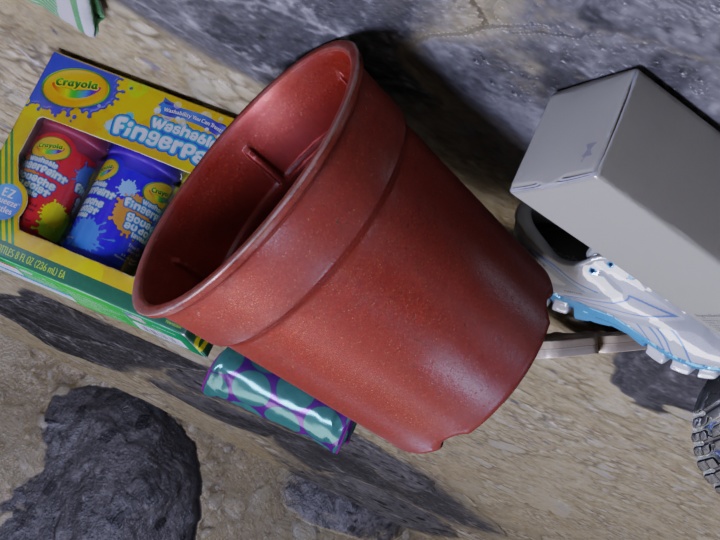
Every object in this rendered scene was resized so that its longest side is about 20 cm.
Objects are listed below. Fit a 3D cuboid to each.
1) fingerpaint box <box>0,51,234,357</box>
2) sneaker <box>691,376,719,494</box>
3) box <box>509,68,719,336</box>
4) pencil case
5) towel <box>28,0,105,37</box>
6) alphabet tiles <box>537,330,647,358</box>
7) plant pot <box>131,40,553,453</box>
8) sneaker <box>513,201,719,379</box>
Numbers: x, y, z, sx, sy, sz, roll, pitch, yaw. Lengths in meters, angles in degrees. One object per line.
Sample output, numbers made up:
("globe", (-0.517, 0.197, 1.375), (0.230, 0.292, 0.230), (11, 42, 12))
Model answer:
("fingerpaint box", (-0.175, -0.052, 1.023), (0.200, 0.167, 0.073), (22, 166, 13))
("sneaker", (0.332, 0.153, 1.070), (0.078, 0.089, 0.200), (-20, 114, 41))
("box", (0.187, -0.025, 0.744), (0.200, 0.068, 0.082), (33, 162, -23))
("pencil case", (-0.097, 0.160, 1.734), (0.200, 0.085, 0.092), (25, 148, 4))
("towel", (-0.262, -0.225, 0.865), (0.200, 0.023, 0.153), (24, 165, 2))
("alphabet tiles", (0.124, 0.057, 1.033), (0.195, 0.015, 0.200), (-3, 178, -28))
("plant pot", (0.000, 0.000, 0.823), (0.195, 0.201, 0.201), (39, 160, -21))
("sneaker", (0.181, 0.005, 0.850), (0.200, 0.075, 0.087), (19, 157, 21))
